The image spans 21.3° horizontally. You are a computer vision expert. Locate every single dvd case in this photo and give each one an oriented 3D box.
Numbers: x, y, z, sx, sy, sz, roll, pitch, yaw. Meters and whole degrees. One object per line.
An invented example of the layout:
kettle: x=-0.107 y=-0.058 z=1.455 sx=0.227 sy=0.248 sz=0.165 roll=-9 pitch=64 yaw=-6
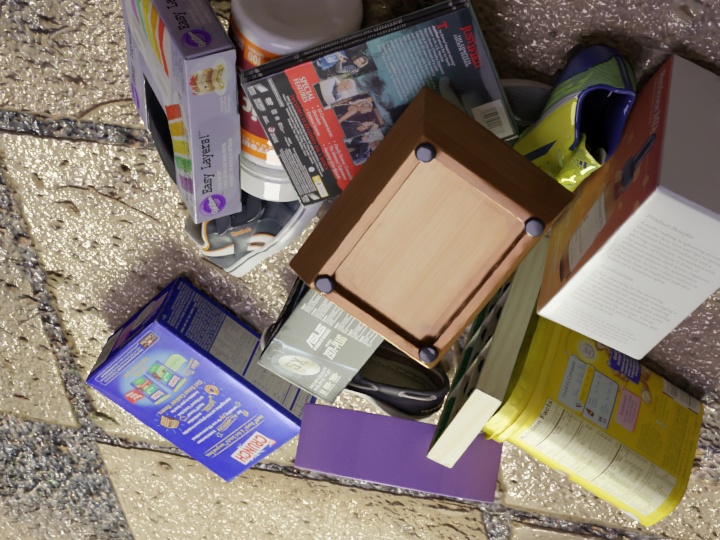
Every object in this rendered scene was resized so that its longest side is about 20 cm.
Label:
dvd case: x=0.018 y=-0.138 z=1.593 sx=0.198 sy=0.022 sz=0.147 roll=-17 pitch=131 yaw=12

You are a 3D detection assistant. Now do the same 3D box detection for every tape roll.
tape roll: x=0.037 y=0.178 z=1.867 sx=0.198 sy=0.066 sz=0.200 roll=10 pitch=174 yaw=1

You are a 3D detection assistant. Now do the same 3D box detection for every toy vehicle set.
toy vehicle set: x=0.120 y=0.072 z=1.766 sx=0.026 sy=0.201 sz=0.125 roll=26 pitch=140 yaw=-4

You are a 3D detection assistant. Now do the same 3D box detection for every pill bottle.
pill bottle: x=-0.064 y=-0.162 z=1.671 sx=0.113 sy=0.115 sz=0.201 roll=19 pitch=139 yaw=7

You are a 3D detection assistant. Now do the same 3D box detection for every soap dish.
soap dish: x=0.057 y=-0.027 z=1.588 sx=0.157 sy=0.081 sz=0.200 roll=35 pitch=112 yaw=-10

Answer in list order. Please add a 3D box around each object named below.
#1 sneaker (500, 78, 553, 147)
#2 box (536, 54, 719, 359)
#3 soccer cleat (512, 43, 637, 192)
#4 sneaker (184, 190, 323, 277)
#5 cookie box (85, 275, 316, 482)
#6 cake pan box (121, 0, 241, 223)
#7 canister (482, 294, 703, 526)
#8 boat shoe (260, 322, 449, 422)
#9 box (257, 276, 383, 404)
sneaker: x=0.079 y=-0.140 z=1.665 sx=0.198 sy=0.081 sz=0.071 roll=-7 pitch=122 yaw=7
box: x=0.246 y=-0.050 z=1.597 sx=0.106 sy=0.153 sz=0.200 roll=24 pitch=141 yaw=-12
soccer cleat: x=0.171 y=-0.095 z=1.607 sx=0.064 sy=0.084 sz=0.201 roll=6 pitch=126 yaw=-28
sneaker: x=-0.102 y=-0.059 z=1.832 sx=0.079 sy=0.079 sz=0.200 roll=32 pitch=142 yaw=-18
cookie box: x=-0.168 y=0.121 z=2.063 sx=0.199 sy=0.076 sz=0.171 roll=38 pitch=138 yaw=-14
cake pan box: x=-0.157 y=-0.169 z=1.672 sx=0.052 sy=0.185 sz=0.201 roll=-15 pitch=140 yaw=-15
canister: x=0.222 y=0.136 z=1.827 sx=0.199 sy=0.149 sz=0.087 roll=32 pitch=139 yaw=-11
boat shoe: x=-0.004 y=0.094 z=1.953 sx=0.199 sy=0.074 sz=0.060 roll=26 pitch=141 yaw=-6
box: x=0.000 y=0.000 z=1.778 sx=0.086 sy=0.164 sz=0.200 roll=29 pitch=141 yaw=-7
